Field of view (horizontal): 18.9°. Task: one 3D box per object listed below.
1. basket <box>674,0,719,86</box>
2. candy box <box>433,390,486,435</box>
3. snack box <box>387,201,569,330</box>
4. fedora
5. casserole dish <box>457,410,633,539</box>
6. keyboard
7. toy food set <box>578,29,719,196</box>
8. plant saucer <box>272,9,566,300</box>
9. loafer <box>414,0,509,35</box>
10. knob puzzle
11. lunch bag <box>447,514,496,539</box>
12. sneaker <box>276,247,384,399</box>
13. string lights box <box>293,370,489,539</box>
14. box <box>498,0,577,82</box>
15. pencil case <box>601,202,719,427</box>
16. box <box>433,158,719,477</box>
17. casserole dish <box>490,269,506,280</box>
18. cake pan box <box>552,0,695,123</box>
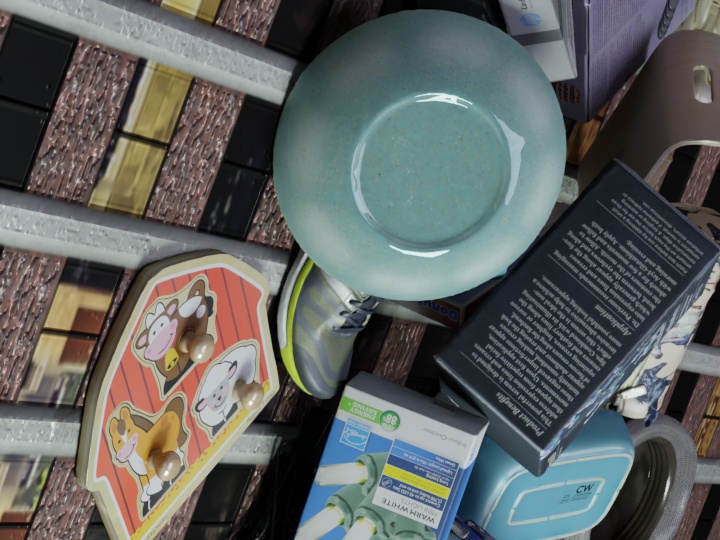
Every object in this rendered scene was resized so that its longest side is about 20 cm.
[{"bbox_3d":[0.354,-0.251,1.896,0.123,0.135,0.201,-16,124,-51],"label":"basket"},{"bbox_3d":[0.125,0.115,1.842,0.200,0.055,0.116,-43,145,-41],"label":"candy box"},{"bbox_3d":[0.103,-0.012,1.689,0.200,0.072,0.024,-32,138,-48],"label":"snack box"},{"bbox_3d":[0.229,0.207,2.058,0.200,0.090,0.178,-2,111,-53],"label":"fedora"},{"bbox_3d":[0.151,0.177,1.779,0.199,0.039,0.122,-5,130,-40],"label":"casserole dish"},{"bbox_3d":[-0.056,0.201,1.602,0.201,0.039,0.104,-63,153,-10],"label":"keyboard"},{"bbox_3d":[0.237,-0.082,1.763,0.144,0.060,0.200,-83,-162,-47],"label":"toy food set"},{"bbox_3d":[0.043,-0.069,1.430,0.039,0.200,0.202,-116,-142,-69],"label":"plant saucer"},{"bbox_3d":[0.071,-0.204,1.496,0.063,0.072,0.200,-61,150,-24],"label":"loafer"},{"bbox_3d":[-0.113,0.074,1.414,0.220,0.030,0.220,-40,142,-41],"label":"knob puzzle"},{"bbox_3d":[0.053,0.244,1.697,0.082,0.161,0.200,-45,149,-17],"label":"lunch bag"},{"bbox_3d":[0.000,0.000,1.505,0.074,0.081,0.201,-15,123,-56],"label":"sneaker"},{"bbox_3d":[0.010,0.186,1.563,0.059,0.102,0.201,-31,141,-76],"label":"string lights box"},{"bbox_3d":[0.108,-0.246,1.476,0.200,0.041,0.157,64,21,-57],"label":"box"},{"bbox_3d":[0.251,0.035,1.821,0.090,0.077,0.201,-83,-168,-58],"label":"pencil case"},{"bbox_3d":[0.159,0.038,1.603,0.200,0.107,0.148,-47,169,-6],"label":"box"},{"bbox_3d":[0.057,-0.074,1.525,0.039,0.121,0.201,-23,135,-23],"label":"casserole dish"},{"bbox_3d":[0.208,-0.247,1.726,0.184,0.052,0.201,-49,148,-35],"label":"cake pan box"}]
